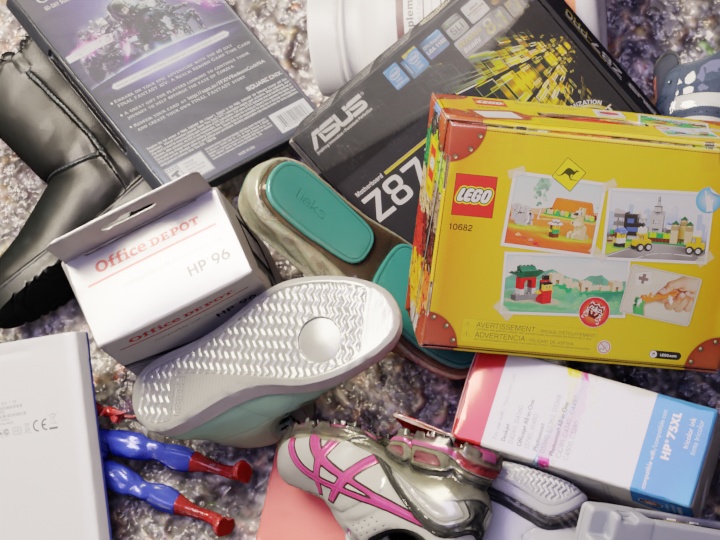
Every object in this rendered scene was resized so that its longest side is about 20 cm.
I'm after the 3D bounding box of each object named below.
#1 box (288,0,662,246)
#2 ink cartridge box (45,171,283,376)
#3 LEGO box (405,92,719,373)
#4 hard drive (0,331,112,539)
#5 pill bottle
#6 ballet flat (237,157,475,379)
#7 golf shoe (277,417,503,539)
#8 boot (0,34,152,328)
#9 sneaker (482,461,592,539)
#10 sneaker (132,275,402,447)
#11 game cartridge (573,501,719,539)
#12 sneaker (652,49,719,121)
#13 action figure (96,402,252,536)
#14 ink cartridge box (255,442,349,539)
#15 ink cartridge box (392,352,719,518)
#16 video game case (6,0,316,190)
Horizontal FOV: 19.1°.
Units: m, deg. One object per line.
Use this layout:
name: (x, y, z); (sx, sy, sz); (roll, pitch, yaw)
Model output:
box: (0.078, -0.093, 1.422); (0.200, 0.049, 0.161); (-37, 101, 22)
ink cartridge box: (-0.121, 0.012, 1.421); (0.115, 0.200, 0.068); (-27, 72, 3)
LEGO box: (0.137, -0.024, 1.355); (0.198, 0.077, 0.150); (6, 106, -7)
hard drive: (-0.236, 0.151, 1.467); (0.131, 0.025, 0.202); (-9, 85, 22)
pill bottle: (0.068, -0.170, 1.478); (0.198, 0.113, 0.114); (-4, 75, 11)
ballet flat: (0.000, 0.000, 1.428); (0.200, 0.062, 0.068); (44, 60, -7)
golf shoe: (0.005, 0.146, 1.374); (0.199, 0.072, 0.093); (3, 76, 54)
boot: (-0.226, -0.075, 1.532); (0.198, 0.073, 0.163); (-39, 74, -8)
sneaker: (0.148, 0.209, 1.365); (0.199, 0.075, 0.116); (25, 79, -7)
sneaker: (-0.042, 0.063, 1.429); (0.199, 0.118, 0.074); (-22, 69, 24)
game cartridge: (0.211, 0.223, 1.328); (0.199, 0.041, 0.134); (12, 92, -20)
sneaker: (0.217, -0.094, 1.452); (0.084, 0.075, 0.200); (39, 76, 16)
action figure: (-0.178, 0.127, 1.485); (0.199, 0.052, 0.066); (16, 84, 16)
ink cartridge box: (0.013, 0.210, 1.427); (0.199, 0.044, 0.175); (10, 79, 13)
ink cartridge box: (0.131, 0.103, 1.392); (0.199, 0.116, 0.068); (16, 80, 14)
video game case: (-0.138, -0.148, 1.521); (0.142, 0.019, 0.200); (-30, 70, -32)
